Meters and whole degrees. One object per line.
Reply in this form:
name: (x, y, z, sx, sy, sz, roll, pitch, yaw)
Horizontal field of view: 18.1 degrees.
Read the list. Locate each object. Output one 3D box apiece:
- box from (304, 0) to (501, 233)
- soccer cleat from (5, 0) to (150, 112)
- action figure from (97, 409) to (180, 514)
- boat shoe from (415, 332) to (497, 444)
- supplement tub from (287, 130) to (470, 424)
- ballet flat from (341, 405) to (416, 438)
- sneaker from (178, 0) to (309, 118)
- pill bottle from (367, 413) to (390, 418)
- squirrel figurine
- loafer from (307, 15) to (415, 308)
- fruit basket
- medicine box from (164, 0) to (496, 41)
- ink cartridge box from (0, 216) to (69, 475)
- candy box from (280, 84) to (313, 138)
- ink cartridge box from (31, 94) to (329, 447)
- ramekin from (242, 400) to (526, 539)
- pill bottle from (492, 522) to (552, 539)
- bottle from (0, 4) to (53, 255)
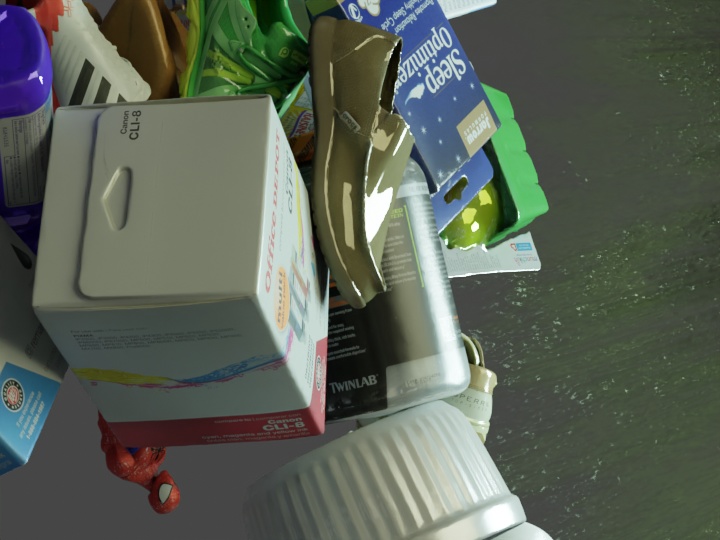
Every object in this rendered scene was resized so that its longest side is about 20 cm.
box: (0.042, -0.137, 1.674, 0.201, 0.032, 0.121, 62, 37, -14)
soccer cleat: (-0.185, -0.134, 1.506, 0.085, 0.068, 0.202, -20, 102, -30)
action figure: (-0.167, 0.072, 1.557, 0.065, 0.051, 0.202, -12, 81, -65)
boat shoe: (0.072, 0.082, 1.826, 0.073, 0.067, 0.200, 18, 9, -18)
supplement tub: (0.000, 0.000, 1.597, 0.122, 0.122, 0.202, -9, 87, -60)
ballet flat: (0.018, 0.149, 1.799, 0.072, 0.068, 0.200, 43, 36, -2)
sneaker: (-0.076, -0.132, 1.543, 0.074, 0.083, 0.202, 19, 64, -54)
pill bottle: (-0.004, 0.010, 1.799, 0.111, 0.110, 0.202, 31, 45, -46)
squirrel figurine: (-0.151, -0.111, 1.644, 0.201, 0.141, 0.187, 64, 18, 2)
loafer: (0.003, -0.076, 1.502, 0.076, 0.067, 0.202, 47, 37, -77)
fruit basket: (0.046, -0.077, 1.768, 0.199, 0.094, 0.187, -9, 73, -40)
medicine box: (-0.028, -0.226, 1.789, 0.199, 0.181, 0.104, -22, 99, -39)
ink cartridge box: (-0.274, 0.017, 1.381, 0.200, 0.083, 0.146, 51, 33, -25)
candy box: (-0.057, -0.135, 1.835, 0.200, 0.101, 0.027, -58, 158, -55)
ink cartridge box: (-0.107, 0.003, 1.429, 0.200, 0.143, 0.147, 68, 21, -60)
ramekin: (0.010, 0.173, 1.618, 0.200, 0.199, 0.106, -11, 74, -60)
pill bottle: (0.107, 0.300, 1.763, 0.120, 0.119, 0.201, 44, 37, -33)
bottle: (-0.226, -0.074, 1.444, 0.201, 0.065, 0.084, 94, -16, -49)
